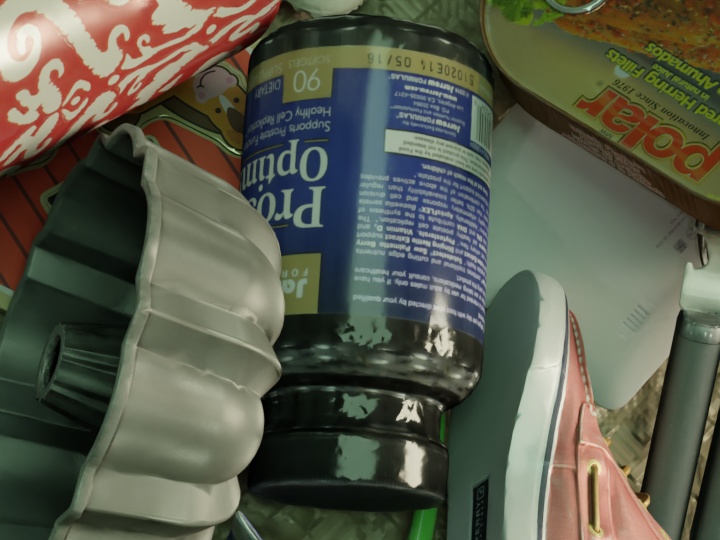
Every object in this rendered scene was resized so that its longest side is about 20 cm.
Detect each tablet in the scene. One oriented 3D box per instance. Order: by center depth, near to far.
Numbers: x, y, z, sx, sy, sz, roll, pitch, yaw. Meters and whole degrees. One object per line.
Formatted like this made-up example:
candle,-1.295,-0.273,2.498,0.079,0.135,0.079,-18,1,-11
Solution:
tablet,0.133,-0.050,0.951,0.130,0.014,0.200,41,96,5

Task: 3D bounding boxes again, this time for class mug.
mug,-0.131,-0.127,0.828,0.133,0.178,0.200,31,40,28

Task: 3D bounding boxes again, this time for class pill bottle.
pill bottle,0.000,0.000,0.902,0.112,0.112,0.200,5,75,-7

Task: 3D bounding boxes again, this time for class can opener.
can opener,0.163,0.033,0.918,0.053,0.066,0.200,10,101,3

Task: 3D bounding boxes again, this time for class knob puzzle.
knob puzzle,-0.113,-0.054,0.947,0.219,0.030,0.220,3,72,-8

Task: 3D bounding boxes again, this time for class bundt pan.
bundt pan,-0.092,0.047,0.838,0.076,0.202,0.202,19,70,-22

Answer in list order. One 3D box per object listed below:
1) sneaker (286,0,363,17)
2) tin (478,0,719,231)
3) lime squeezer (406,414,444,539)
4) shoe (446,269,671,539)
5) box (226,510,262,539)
sneaker,-0.064,-0.211,0.962,0.200,0.100,0.070,34,58,1
tin,0.140,-0.088,0.888,0.200,0.042,0.112,36,74,30
lime squeezer,0.046,0.166,0.907,0.071,0.038,0.200,-12,71,-45
shoe,0.092,0.101,0.906,0.091,0.071,0.200,21,56,-21
box,-0.005,0.196,0.836,0.048,0.122,0.200,-39,82,-17
